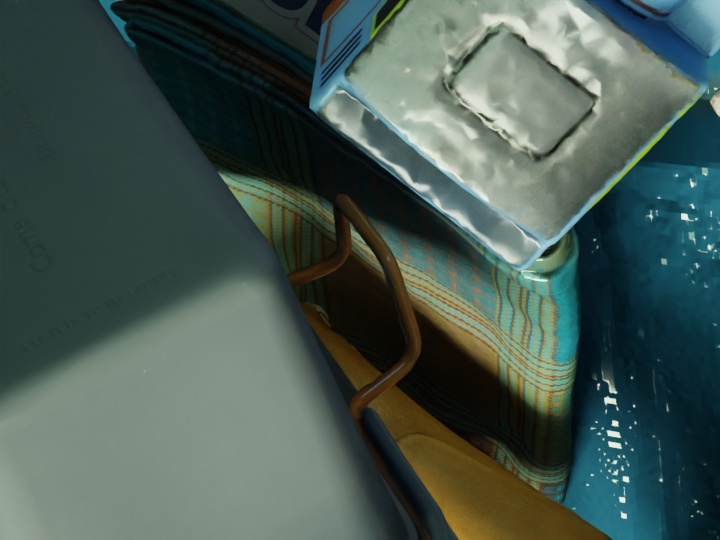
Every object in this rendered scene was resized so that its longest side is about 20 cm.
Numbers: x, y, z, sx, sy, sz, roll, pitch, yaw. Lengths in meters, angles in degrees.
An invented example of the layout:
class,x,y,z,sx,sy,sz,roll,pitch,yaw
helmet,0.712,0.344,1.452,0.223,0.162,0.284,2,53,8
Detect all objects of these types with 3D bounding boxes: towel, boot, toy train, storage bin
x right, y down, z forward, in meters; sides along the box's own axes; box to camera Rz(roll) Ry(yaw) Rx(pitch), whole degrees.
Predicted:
class,x,y,z,sx,sy,sz,roll,pitch,yaw
towel,0.000,0.000,0.821,0.146,0.022,0.200,32,160,16
boot,0.018,0.072,0.796,0.144,0.071,0.201,51,164,-16
toy train,0.071,-0.098,0.664,0.087,0.115,0.200,37,115,-17
storage bin,-0.063,0.009,0.706,0.200,0.145,0.135,54,167,41

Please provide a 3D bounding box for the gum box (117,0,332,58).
class,x,y,z,sx,sy,sz,roll,pitch,yaw
gum box,-0.034,-0.129,0.804,0.200,0.066,0.114,38,132,9

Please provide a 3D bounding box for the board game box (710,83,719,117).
class,x,y,z,sx,sy,sz,roll,pitch,yaw
board game box,0.182,-0.032,0.619,0.097,0.200,0.160,-41,91,26
